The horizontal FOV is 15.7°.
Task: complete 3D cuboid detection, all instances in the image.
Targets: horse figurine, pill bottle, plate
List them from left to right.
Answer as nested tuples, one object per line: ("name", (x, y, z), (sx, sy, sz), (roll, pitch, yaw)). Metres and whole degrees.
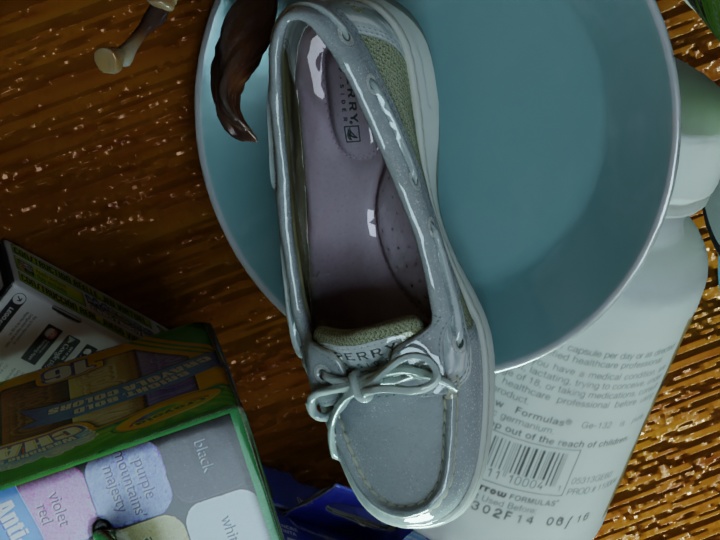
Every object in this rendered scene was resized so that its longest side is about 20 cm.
("horse figurine", (-0.051, -0.151, 0.937), (0.050, 0.133, 0.201), (14, 128, 25))
("plate", (0.030, -0.059, 0.994), (0.200, 0.200, 0.026), (-56, 164, 21))
("pill bottle", (0.077, 0.009, 1.063), (0.114, 0.114, 0.201), (8, 119, -22))

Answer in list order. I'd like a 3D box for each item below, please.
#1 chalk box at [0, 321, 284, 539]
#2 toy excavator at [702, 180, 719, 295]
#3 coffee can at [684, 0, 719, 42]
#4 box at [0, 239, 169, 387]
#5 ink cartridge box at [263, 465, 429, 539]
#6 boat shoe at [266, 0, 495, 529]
("chalk box", (-0.089, 0.111, 0.965), (0.123, 0.200, 0.125), (-17, 102, -3))
("toy excavator", (0.204, 0.040, 1.138), (0.099, 0.200, 0.195), (-14, 81, -7))
("coffee can", (0.210, -0.105, 0.977), (0.146, 0.200, 0.147), (-8, 124, -12))
("box", (-0.162, 0.092, 1.092), (0.110, 0.035, 0.200), (31, 109, -31))
("ink cartridge box", (-0.047, 0.165, 1.152), (0.136, 0.076, 0.200), (22, 112, -28))
("boat shoe", (0.001, -0.001, 0.965), (0.074, 0.065, 0.203), (-3, 96, 25))
